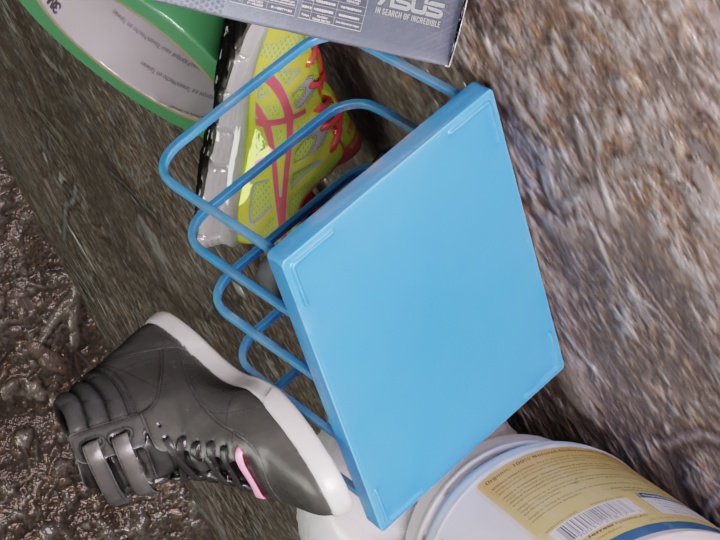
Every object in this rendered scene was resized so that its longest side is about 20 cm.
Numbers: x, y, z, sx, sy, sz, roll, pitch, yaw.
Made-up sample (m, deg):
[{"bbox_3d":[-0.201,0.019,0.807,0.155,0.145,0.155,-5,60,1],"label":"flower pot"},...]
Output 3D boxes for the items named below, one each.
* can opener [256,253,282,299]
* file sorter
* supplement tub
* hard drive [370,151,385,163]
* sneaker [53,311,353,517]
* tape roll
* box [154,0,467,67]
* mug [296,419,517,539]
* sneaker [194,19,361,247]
[{"bbox_3d":[-0.041,0.006,1.547,0.053,0.066,0.200,53,171,20],"label":"can opener"},{"bbox_3d":[0.000,0.000,1.132,0.122,0.139,0.201,33,153,40],"label":"file sorter"},{"bbox_3d":[0.115,0.171,1.112,0.146,0.144,0.200,64,167,-23],"label":"supplement tub"},{"bbox_3d":[0.024,0.016,1.346,0.135,0.042,0.200,57,167,11],"label":"hard drive"},{"bbox_3d":[-0.088,0.098,1.156,0.200,0.099,0.071,32,151,46],"label":"sneaker"},{"bbox_3d":[-0.129,-0.154,1.364,0.199,0.048,0.201,31,165,10],"label":"tape roll"},{"bbox_3d":[-0.069,-0.146,1.017,0.158,0.198,0.052,-147,69,-65],"label":"box"},{"bbox_3d":[0.016,0.157,1.282,0.148,0.200,0.175,45,174,19],"label":"mug"},{"bbox_3d":[-0.040,-0.097,1.256,0.079,0.089,0.201,-89,10,-50],"label":"sneaker"}]
